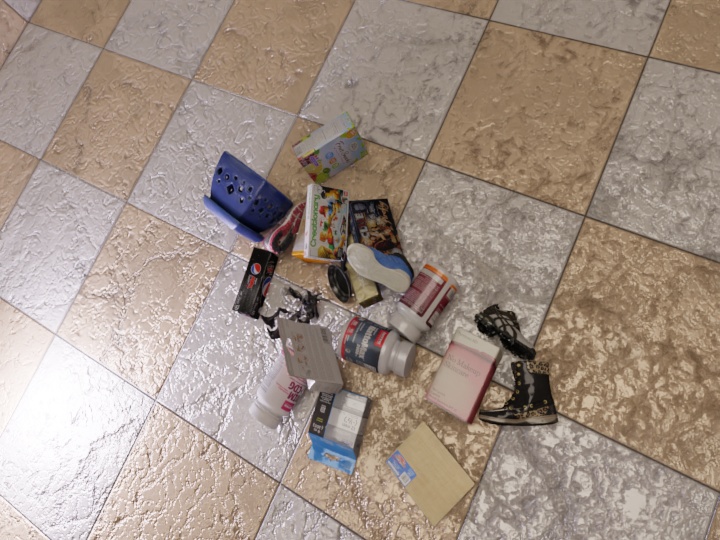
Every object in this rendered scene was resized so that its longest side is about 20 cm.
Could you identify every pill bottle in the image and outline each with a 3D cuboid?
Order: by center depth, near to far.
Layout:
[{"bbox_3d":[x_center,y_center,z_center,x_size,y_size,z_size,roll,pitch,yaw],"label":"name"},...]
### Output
[{"bbox_3d":[0.046,0.211,1.547,0.194,0.120,0.123,17,78,21],"label":"pill bottle"},{"bbox_3d":[0.169,0.088,1.549,0.113,0.114,0.202,35,85,23],"label":"pill bottle"},{"bbox_3d":[-0.220,0.329,1.596,0.112,0.113,0.203,31,85,23],"label":"pill bottle"}]

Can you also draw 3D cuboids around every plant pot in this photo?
[{"bbox_3d":[-0.358,-0.215,1.768,0.198,0.199,0.183,35,91,23],"label":"plant pot"}]

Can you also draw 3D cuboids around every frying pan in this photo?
[{"bbox_3d":[-0.060,0.003,1.627,0.030,0.195,0.114,-22,38,-29],"label":"frying pan"}]

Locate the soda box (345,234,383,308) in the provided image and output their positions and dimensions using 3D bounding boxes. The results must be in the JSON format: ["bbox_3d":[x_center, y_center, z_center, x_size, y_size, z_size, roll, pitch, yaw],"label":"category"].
[{"bbox_3d":[0.000,0.000,1.657,0.066,0.064,0.206,-22,67,9],"label":"soda box"}]

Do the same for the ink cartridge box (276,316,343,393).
[{"bbox_3d":[-0.146,0.228,1.544,0.045,0.172,0.203,-53,38,30],"label":"ink cartridge box"}]

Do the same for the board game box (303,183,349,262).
[{"bbox_3d":[-0.096,-0.133,1.620,0.034,0.123,0.208,-7,78,59],"label":"board game box"}]

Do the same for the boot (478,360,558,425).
[{"bbox_3d":[0.391,0.309,1.432,0.192,0.073,0.156,-3,73,12],"label":"boot"}]

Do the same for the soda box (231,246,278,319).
[{"bbox_3d":[-0.319,0.039,1.745,0.069,0.063,0.207,13,78,19],"label":"soda box"}]

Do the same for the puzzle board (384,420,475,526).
[{"bbox_3d":[0.176,0.519,1.467,0.151,0.017,0.200,-44,66,2],"label":"puzzle board"}]

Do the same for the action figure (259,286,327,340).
[{"bbox_3d":[-0.195,0.116,1.663,0.197,0.102,0.121,-34,55,6],"label":"action figure"}]

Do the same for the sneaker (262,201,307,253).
[{"bbox_3d":[-0.223,-0.139,1.747,0.073,0.082,0.200,12,50,46],"label":"sneaker"}]

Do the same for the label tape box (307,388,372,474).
[{"bbox_3d":[-0.063,0.426,1.543,0.139,0.066,0.206,13,76,20],"label":"label tape box"}]

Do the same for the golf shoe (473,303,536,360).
[{"bbox_3d":[0.384,0.147,1.463,0.094,0.079,0.199,-38,45,-14],"label":"golf shoe"}]

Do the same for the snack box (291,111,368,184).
[{"bbox_3d":[-0.089,-0.369,1.742,0.196,0.169,0.069,-32,68,6],"label":"snack box"}]

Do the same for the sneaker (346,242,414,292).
[{"bbox_3d":[0.059,-0.019,1.566,0.195,0.111,0.079,28,113,9],"label":"sneaker"}]

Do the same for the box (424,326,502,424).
[{"bbox_3d":[0.267,0.270,1.464,0.125,0.109,0.205,24,82,23],"label":"box"}]

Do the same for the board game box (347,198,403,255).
[{"bbox_3d":[0.040,-0.110,1.655,0.131,0.035,0.206,-6,66,-22],"label":"board game box"}]

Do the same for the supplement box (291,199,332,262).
[{"bbox_3d":[-0.120,-0.130,1.705,0.124,0.072,0.207,1,71,48],"label":"supplement box"}]
